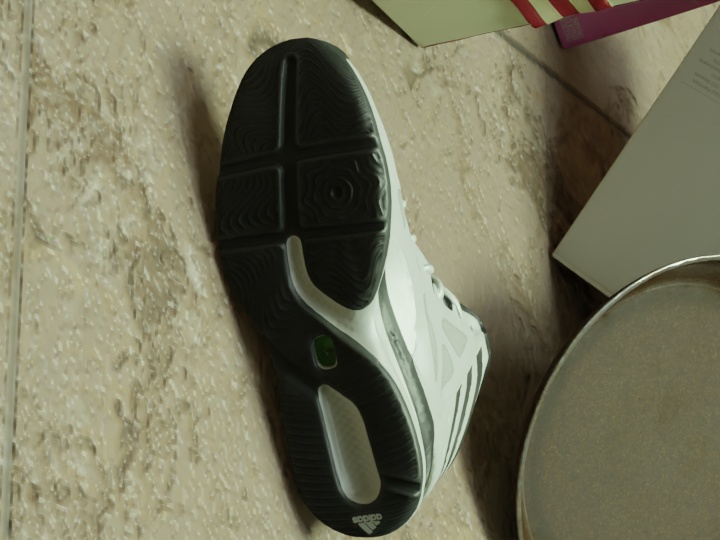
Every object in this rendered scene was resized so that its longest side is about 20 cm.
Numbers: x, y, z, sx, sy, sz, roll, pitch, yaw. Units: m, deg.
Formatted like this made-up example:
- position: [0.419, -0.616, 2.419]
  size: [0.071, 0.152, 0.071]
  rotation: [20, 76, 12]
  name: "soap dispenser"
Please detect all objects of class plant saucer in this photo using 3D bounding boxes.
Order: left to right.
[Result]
- position: [0.149, 0.087, 1.196]
  size: [0.199, 0.032, 0.202]
  rotation: [-10, 109, -29]
  name: "plant saucer"

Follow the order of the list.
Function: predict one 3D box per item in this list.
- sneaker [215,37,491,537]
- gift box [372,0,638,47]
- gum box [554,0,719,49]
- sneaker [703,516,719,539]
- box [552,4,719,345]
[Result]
- position: [0.000, 0.000, 1.045]
  size: [0.115, 0.075, 0.202]
  rotation: [-29, 110, -68]
  name: "sneaker"
- position: [0.051, -0.230, 1.120]
  size: [0.187, 0.183, 0.202]
  rotation: [34, 45, -61]
  name: "gift box"
- position: [0.178, -0.191, 1.373]
  size: [0.200, 0.113, 0.067]
  rotation: [-43, 114, -57]
  name: "gum box"
- position: [0.184, 0.160, 1.292]
  size: [0.082, 0.073, 0.201]
  rotation: [-33, 101, -42]
  name: "sneaker"
- position: [0.212, -0.048, 1.279]
  size: [0.201, 0.097, 0.124]
  rotation: [-56, 140, 2]
  name: "box"
